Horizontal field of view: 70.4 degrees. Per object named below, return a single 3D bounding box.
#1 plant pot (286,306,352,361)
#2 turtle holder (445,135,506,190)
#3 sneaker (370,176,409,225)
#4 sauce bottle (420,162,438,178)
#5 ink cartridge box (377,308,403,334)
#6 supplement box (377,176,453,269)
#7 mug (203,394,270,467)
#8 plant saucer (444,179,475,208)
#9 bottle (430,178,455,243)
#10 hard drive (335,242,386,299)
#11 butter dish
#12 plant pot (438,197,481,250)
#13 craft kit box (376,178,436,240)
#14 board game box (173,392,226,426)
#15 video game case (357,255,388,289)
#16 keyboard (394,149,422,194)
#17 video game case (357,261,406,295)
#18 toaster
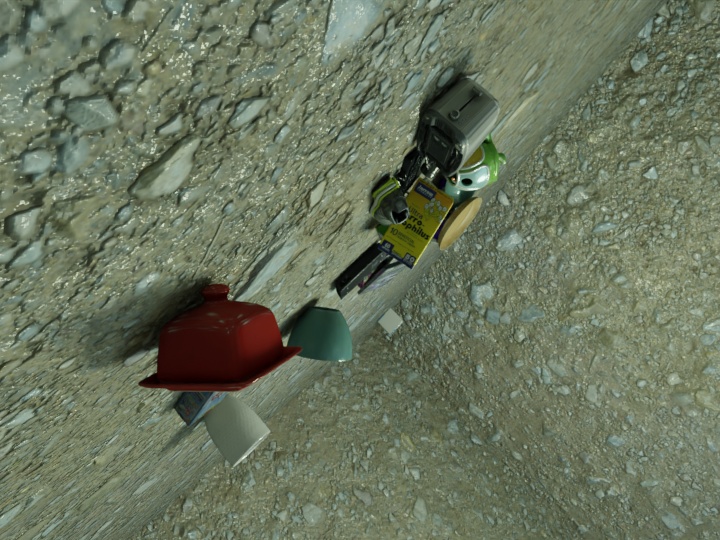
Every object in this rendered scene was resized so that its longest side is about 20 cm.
[{"bbox_3d":[-0.114,0.180,1.518,0.200,0.198,0.136,7,92,-78],"label":"plant pot"},{"bbox_3d":[0.297,-0.289,1.346,0.131,0.142,0.186,-24,175,-13],"label":"turtle holder"},{"bbox_3d":[0.070,-0.135,1.167,0.074,0.081,0.200,-33,168,-3],"label":"sneaker"},{"bbox_3d":[0.204,-0.295,1.150,0.065,0.065,0.200,-33,166,-51],"label":"sauce bottle"},{"bbox_3d":[0.236,0.397,3.957,0.147,0.146,0.200,-45,170,-2],"label":"ink cartridge box"},{"bbox_3d":[0.143,-0.123,1.315,0.201,0.108,0.110,-60,179,17],"label":"supplement box"},{"bbox_3d":[-0.392,0.485,1.558,0.147,0.175,0.200,-36,168,-39],"label":"mug"},{"bbox_3d":[0.319,-0.277,1.538,0.200,0.036,0.202,-38,141,-39],"label":"plant saucer"},{"bbox_3d":[0.258,-0.187,1.612,0.083,0.065,0.202,-2,114,-54],"label":"bottle"},{"bbox_3d":[0.000,0.000,1.583,0.200,0.042,0.135,-43,170,-11],"label":"hard drive"},{"bbox_3d":[-0.217,0.095,0.793,0.197,0.150,0.200,-5,-174,19],"label":"butter dish"},{"bbox_3d":[0.304,-0.151,1.589,0.200,0.027,0.201,-44,162,-18],"label":"plant pot"},{"bbox_3d":[0.136,-0.160,1.492,0.200,0.049,0.198,-45,168,0],"label":"craft kit box"},{"bbox_3d":[-0.322,0.246,1.196,0.200,0.062,0.200,-36,167,-44],"label":"board game box"},{"bbox_3d":[0.063,-0.025,1.767,0.181,0.036,0.200,-43,170,-12],"label":"video game case"},{"bbox_3d":[0.119,-0.215,1.190,0.104,0.040,0.200,-43,170,-14],"label":"keyboard"},{"bbox_3d":[0.089,0.017,1.779,0.142,0.019,0.200,-20,165,-39],"label":"video game case"},{"bbox_3d":[0.191,-0.279,1.009,0.129,0.114,0.200,-45,169,-11],"label":"toaster"}]
